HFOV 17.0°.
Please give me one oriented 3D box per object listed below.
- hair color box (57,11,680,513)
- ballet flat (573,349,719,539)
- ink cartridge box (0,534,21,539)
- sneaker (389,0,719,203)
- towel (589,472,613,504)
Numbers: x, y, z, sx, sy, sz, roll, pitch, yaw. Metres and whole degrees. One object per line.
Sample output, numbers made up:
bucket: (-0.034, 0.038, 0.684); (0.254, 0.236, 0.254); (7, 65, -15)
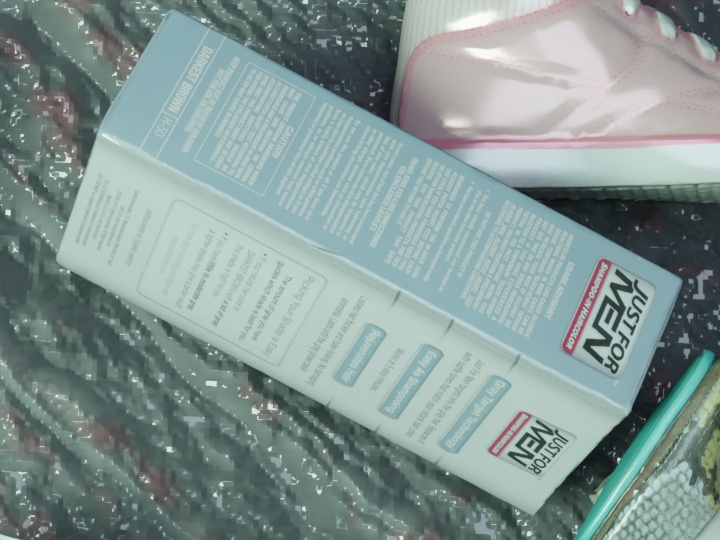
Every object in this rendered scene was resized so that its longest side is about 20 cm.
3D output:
hair color box: (0.000, 0.000, 0.849); (0.200, 0.099, 0.061); (28, 60, -2)
ballet flat: (0.086, 0.122, 0.848); (0.072, 0.072, 0.200); (39, 98, 1)
ink cartridge box: (-0.109, 0.201, 0.779); (0.144, 0.084, 0.200); (18, 55, -1)
sneaker: (0.108, -0.078, 0.903); (0.199, 0.075, 0.105); (1, 84, -3)
towel: (0.213, 0.098, 0.904); (0.192, 0.035, 0.200); (-40, 86, -13)
